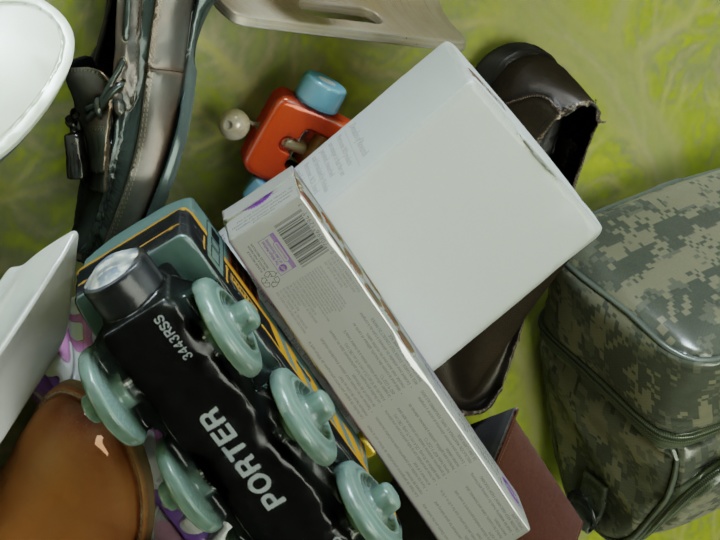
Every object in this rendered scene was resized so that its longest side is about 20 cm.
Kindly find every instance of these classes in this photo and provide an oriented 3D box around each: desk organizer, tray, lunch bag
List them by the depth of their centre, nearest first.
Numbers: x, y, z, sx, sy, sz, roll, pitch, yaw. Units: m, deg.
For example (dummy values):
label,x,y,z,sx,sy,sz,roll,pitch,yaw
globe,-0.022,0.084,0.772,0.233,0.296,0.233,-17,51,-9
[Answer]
label,x,y,z,sx,sy,sz,roll,pitch,yaw
tray,-0.175,0.078,1.079,0.200,0.022,0.107,-60,174,-27
desk organizer,0.045,0.163,1.302,0.077,0.072,0.200,56,31,-19
lunch bag,0.199,0.048,1.426,0.200,0.139,0.168,-22,137,-29

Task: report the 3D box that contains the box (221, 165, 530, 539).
label,x,y,z,sx,sy,sz,roll,pitch,yaw
box,0.008,0.045,1.174,0.041,0.039,0.200,-33,113,6

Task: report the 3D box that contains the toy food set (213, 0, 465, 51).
label,x,y,z,sx,sy,sz,roll,pitch,yaw
toy food set,0.013,-0.205,1.213,0.143,0.060,0.200,2,107,-39

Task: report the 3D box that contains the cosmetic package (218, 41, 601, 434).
label,x,y,z,sx,sy,sz,roll,pitch,yaw
cosmetic package,0.000,0.000,1.215,0.200,0.074,0.102,-39,111,5

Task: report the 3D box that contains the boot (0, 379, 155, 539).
label,x,y,z,sx,sy,sz,roll,pitch,yaw
boot,-0.173,0.147,1.147,0.155,0.074,0.200,-33,154,-45

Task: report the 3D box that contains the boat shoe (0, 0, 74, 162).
label,x,y,z,sx,sy,sz,roll,pitch,yaw
boat shoe,-0.202,-0.042,1.127,0.200,0.073,0.062,-47,174,-22

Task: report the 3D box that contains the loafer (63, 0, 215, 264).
label,x,y,z,sx,sy,sz,roll,pitch,yaw
loafer,-0.105,-0.099,1.169,0.063,0.072,0.200,15,93,-25

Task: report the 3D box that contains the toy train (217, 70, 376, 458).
label,x,y,z,sx,sy,sz,roll,pitch,yaw
toy train,-0.026,0.004,1.281,0.150,0.056,0.200,20,107,-15

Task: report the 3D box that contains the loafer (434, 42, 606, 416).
label,x,y,z,sx,sy,sz,roll,pitch,yaw
loafer,0.069,-0.012,1.331,0.073,0.071,0.200,3,106,-39

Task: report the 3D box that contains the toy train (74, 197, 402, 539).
label,x,y,z,sx,sy,sz,roll,pitch,yaw
toy train,-0.050,0.061,1.131,0.085,0.114,0.200,-32,112,11

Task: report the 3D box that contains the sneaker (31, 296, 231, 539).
label,x,y,z,sx,sy,sz,roll,pitch,yaw
sneaker,-0.111,0.098,1.236,0.088,0.081,0.200,-29,120,20
